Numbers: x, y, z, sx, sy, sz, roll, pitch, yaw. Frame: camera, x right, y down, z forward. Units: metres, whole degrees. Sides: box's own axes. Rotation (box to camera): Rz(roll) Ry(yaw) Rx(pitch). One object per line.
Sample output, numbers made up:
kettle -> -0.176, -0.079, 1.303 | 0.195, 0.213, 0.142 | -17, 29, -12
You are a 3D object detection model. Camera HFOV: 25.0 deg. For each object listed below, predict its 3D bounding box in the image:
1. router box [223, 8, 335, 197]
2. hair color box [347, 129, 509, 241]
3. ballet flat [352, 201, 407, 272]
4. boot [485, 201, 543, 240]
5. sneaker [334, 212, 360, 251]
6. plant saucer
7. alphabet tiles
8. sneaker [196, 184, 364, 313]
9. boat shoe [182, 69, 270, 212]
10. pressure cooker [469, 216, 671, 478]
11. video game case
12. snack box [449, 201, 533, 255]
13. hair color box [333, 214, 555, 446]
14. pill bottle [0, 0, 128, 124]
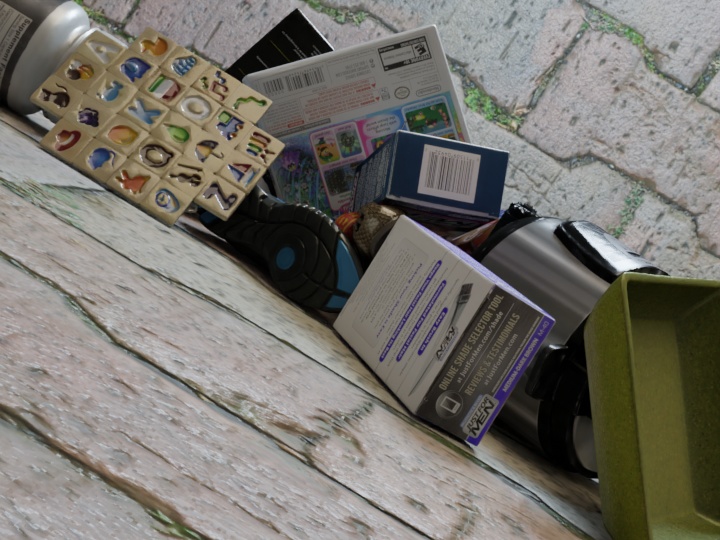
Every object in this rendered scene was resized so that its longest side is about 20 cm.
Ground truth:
router box -> -0.052, -0.130, 1.573 | 0.200, 0.149, 0.051 | 48, -16, -4
hair color box -> 0.055, -0.070, 1.418 | 0.099, 0.061, 0.200 | 11, -6, -9
ballet flat -> 0.025, -0.004, 1.395 | 0.046, 0.067, 0.200 | 45, -10, 26
boot -> 0.102, 0.015, 1.403 | 0.073, 0.163, 0.198 | 40, 10, 30
sneaker -> 0.000, 0.000, 1.483 | 0.077, 0.073, 0.200 | 30, -12, 25
plant saucer -> 0.215, 0.107, 1.153 | 0.048, 0.201, 0.199 | -9, -7, 32
alphabet tiles -> -0.172, -0.126, 1.389 | 0.199, 0.167, 0.006 | 31, -35, 5
sneaker -> -0.053, -0.021, 1.388 | 0.200, 0.073, 0.082 | 38, 4, 40
boat shoe -> -0.144, -0.085, 1.494 | 0.074, 0.086, 0.202 | 28, -26, 33
pressure cooker -> 0.183, 0.069, 1.312 | 0.200, 0.176, 0.179 | 36, -26, 40
video game case -> 0.006, -0.123, 1.546 | 0.024, 0.199, 0.183 | 165, -92, -74
snack box -> 0.098, -0.028, 1.555 | 0.024, 0.072, 0.200 | 59, -19, -7
hair color box -> 0.058, 0.040, 1.218 | 0.065, 0.110, 0.200 | 30, 6, -22
pill bottle -> -0.319, -0.213, 1.474 | 0.199, 0.114, 0.113 | 31, 5, 3
